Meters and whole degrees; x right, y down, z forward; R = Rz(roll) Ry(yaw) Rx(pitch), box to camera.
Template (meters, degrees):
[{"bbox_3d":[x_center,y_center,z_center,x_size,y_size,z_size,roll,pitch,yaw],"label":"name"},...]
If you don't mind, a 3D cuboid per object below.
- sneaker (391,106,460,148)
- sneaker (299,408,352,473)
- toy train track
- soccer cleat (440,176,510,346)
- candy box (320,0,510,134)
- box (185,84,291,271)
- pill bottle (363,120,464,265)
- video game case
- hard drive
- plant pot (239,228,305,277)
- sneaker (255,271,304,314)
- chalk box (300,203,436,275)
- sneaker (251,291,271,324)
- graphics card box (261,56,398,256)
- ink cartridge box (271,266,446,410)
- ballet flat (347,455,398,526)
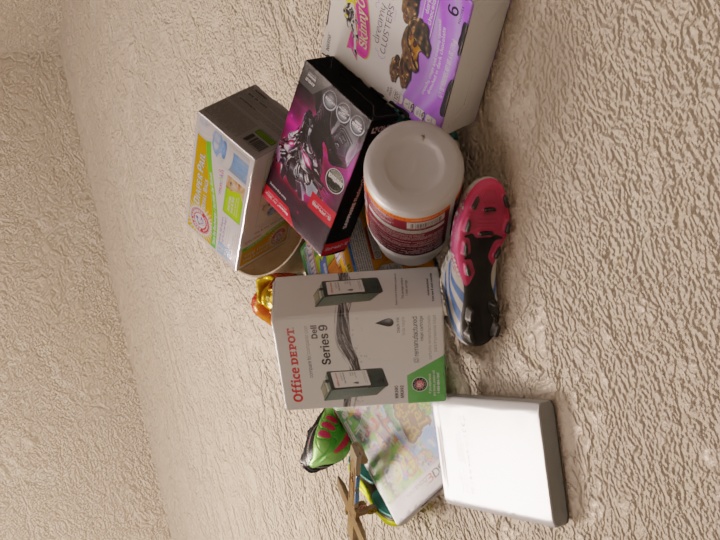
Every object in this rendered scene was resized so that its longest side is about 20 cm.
[{"bbox_3d":[0.056,-0.169,1.282,0.199,0.076,0.081,-160,74,-64],"label":"sneaker"},{"bbox_3d":[-0.038,0.219,1.508,0.077,0.200,0.084,47,118,-1],"label":"sneaker"},{"bbox_3d":[0.002,0.303,1.435,0.202,0.032,0.115,92,158,-44],"label":"toy train track"},{"bbox_3d":[0.119,-0.014,1.184,0.086,0.069,0.203,-140,46,-57],"label":"soccer cleat"},{"bbox_3d":[0.055,-0.274,1.165,0.200,0.071,0.169,40,138,28],"label":"candy box"},{"bbox_3d":[-0.150,-0.118,1.371,0.112,0.101,0.202,39,139,22],"label":"box"},{"bbox_3d":[0.059,-0.079,1.195,0.200,0.108,0.111,86,168,-72],"label":"pill bottle"},{"bbox_3d":[0.051,0.201,1.371,0.182,0.022,0.201,-51,60,38],"label":"video game case"},{"bbox_3d":[0.154,0.210,1.199,0.199,0.026,0.134,-7,91,59],"label":"hard drive"},{"bbox_3d":[-0.094,-0.079,1.544,0.198,0.133,0.204,-13,71,41],"label":"plant pot"},{"bbox_3d":[-0.084,0.043,1.361,0.199,0.076,0.074,-172,77,-66],"label":"sneaker"},{"bbox_3d":[0.000,0.000,1.398,0.200,0.122,0.127,130,128,-60],"label":"chalk box"},{"bbox_3d":[-0.067,0.075,1.507,0.073,0.198,0.077,-56,33,13],"label":"sneaker"},{"bbox_3d":[-0.040,-0.132,1.240,0.126,0.050,0.202,46,131,27],"label":"graphics card box"},{"bbox_3d":[-0.001,0.082,1.243,0.085,0.197,0.148,-91,-4,-54],"label":"ink cartridge box"},{"bbox_3d":[0.040,0.322,1.508,0.200,0.066,0.068,37,152,62],"label":"ballet flat"}]
